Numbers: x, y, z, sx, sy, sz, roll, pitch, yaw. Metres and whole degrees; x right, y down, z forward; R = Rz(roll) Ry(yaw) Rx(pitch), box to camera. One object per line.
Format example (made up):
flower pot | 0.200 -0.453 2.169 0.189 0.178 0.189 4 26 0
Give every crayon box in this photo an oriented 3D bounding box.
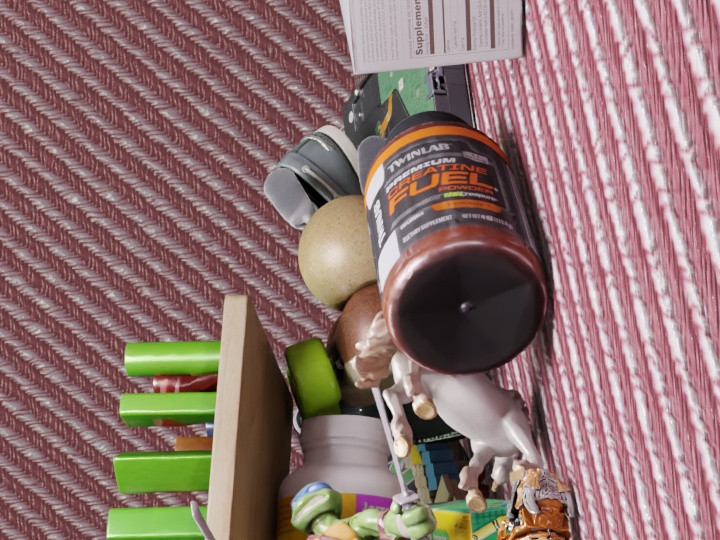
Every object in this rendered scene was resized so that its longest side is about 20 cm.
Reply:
crayon box | 0.088 0.228 1.325 0.200 0.058 0.120 150 115 -78

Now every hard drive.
hard drive | 0.039 -0.119 1.541 0.200 0.038 0.141 130 137 -60

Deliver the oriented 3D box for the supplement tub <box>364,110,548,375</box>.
supplement tub | 0.057 -0.028 1.202 0.200 0.106 0.108 -100 5 -57

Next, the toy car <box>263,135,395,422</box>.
toy car | 0.000 0.000 1.453 0.158 0.163 0.201 95 155 -76

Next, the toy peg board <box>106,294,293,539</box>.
toy peg board | -0.119 0.151 1.379 0.199 0.097 0.201 74 -163 -62

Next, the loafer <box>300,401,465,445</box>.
loafer | 0.030 0.123 1.570 0.200 0.070 0.069 -6 103 46

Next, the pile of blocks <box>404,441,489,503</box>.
pile of blocks | 0.090 0.196 1.590 0.082 0.062 0.201 103 157 -45

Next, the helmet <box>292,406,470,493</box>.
helmet | 0.013 0.221 1.730 0.191 0.199 0.201 -112 14 -47

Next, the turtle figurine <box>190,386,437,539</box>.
turtle figurine | -0.011 0.214 1.220 0.194 0.143 0.200 56 159 26

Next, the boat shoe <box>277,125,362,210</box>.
boat shoe | -0.004 -0.021 1.530 0.073 0.062 0.201 -21 98 58

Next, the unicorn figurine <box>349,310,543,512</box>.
unicorn figurine | 0.073 0.099 1.213 0.201 0.074 0.138 58 -161 -22

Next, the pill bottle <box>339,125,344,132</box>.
pill bottle | 0.025 -0.072 1.822 0.200 0.108 0.110 -99 4 -61

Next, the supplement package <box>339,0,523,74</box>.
supplement package | 0.035 -0.241 1.181 0.200 0.110 0.157 -99 4 -59

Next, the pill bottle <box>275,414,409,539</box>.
pill bottle | -0.014 0.216 1.391 0.104 0.103 0.201 92 180 -73

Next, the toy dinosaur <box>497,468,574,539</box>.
toy dinosaur | 0.094 0.227 1.115 0.201 0.102 0.136 -67 12 -24
